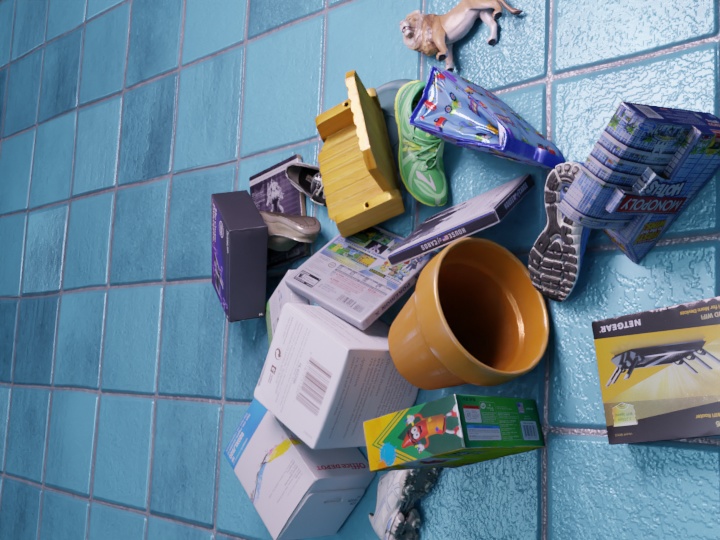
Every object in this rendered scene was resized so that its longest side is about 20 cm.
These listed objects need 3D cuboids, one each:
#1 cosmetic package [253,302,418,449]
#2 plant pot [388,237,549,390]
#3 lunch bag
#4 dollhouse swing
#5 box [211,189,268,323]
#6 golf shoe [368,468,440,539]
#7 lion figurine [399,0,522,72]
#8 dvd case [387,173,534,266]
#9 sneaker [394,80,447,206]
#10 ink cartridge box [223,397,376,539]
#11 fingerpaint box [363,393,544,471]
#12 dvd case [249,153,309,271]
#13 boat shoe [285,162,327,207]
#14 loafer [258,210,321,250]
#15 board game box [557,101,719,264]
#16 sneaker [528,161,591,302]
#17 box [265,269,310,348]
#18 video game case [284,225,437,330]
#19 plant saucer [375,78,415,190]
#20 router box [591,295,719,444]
[{"bbox_3d":[-0.028,0.167,1.287,0.165,0.198,0.170,29,103,42],"label":"cosmetic package"},{"bbox_3d":[0.136,0.083,1.166,0.183,0.197,0.203,-39,57,50],"label":"plant pot"},{"bbox_3d":[0.195,-0.203,1.171,0.199,0.149,0.095,37,108,41],"label":"lunch bag"},{"bbox_3d":[-0.028,-0.189,1.311,0.180,0.175,0.203,-21,69,27],"label":"dollhouse swing"},{"bbox_3d":[-0.230,-0.027,1.529,0.141,0.078,0.203,-129,37,-48],"label":"box"},{"bbox_3d":[0.061,0.329,1.265,0.097,0.078,0.203,28,102,48],"label":"golf shoe"},{"bbox_3d":[0.159,-0.403,1.309,0.198,0.072,0.124,-25,58,23],"label":"lion figurine"},{"bbox_3d":[0.148,-0.075,1.206,0.198,0.150,0.025,-22,102,39],"label":"dvd case"},{"bbox_3d":[0.099,-0.201,1.284,0.083,0.073,0.204,171,87,-71],"label":"sneaker"},{"bbox_3d":[-0.105,0.326,1.371,0.200,0.146,0.146,48,115,38],"label":"ink cartridge box"},{"bbox_3d":[0.130,0.226,1.127,0.166,0.198,0.075,-25,65,38],"label":"fingerpaint box"},{"bbox_3d":[-0.161,-0.108,1.588,0.147,0.016,0.204,-18,72,41],"label":"dvd case"},{"bbox_3d":[-0.061,-0.145,1.465,0.199,0.063,0.072,27,100,40],"label":"boat shoe"},{"bbox_3d":[-0.137,-0.069,1.503,0.199,0.075,0.070,17,106,56],"label":"loafer"},{"bbox_3d":[0.347,-0.100,1.009,0.062,0.198,0.202,51,131,37],"label":"board game box"},{"bbox_3d":[0.290,-0.051,1.111,0.078,0.088,0.203,27,121,36],"label":"sneaker"},{"bbox_3d":[-0.129,0.100,1.450,0.200,0.036,0.147,134,131,-61],"label":"box"},{"bbox_3d":[0.000,0.000,1.333,0.182,0.022,0.199,-41,42,-24],"label":"video game case"},{"bbox_3d":[0.050,-0.233,1.391,0.198,0.027,0.204,-8,78,38],"label":"plant saucer"},{"bbox_3d":[0.392,0.125,0.995,0.198,0.052,0.160,-18,71,41],"label":"router box"}]
